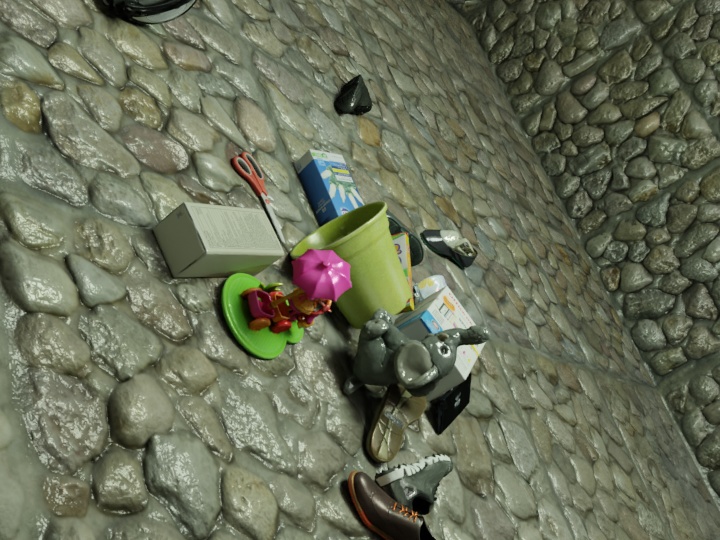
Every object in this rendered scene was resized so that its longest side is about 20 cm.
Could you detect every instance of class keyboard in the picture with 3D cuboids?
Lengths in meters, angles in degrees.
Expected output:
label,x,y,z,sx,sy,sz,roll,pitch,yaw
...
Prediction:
label,x,y,z,sx,sy,sz,roll,pitch,yaw
keyboard,0.183,0.254,1.706,0.200,0.040,0.104,-21,117,-66

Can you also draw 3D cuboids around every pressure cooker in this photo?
label,x,y,z,sx,sy,sz,roll,pitch,yaw
pressure cooker,-0.386,-0.550,1.518,0.179,0.176,0.200,4,52,-54

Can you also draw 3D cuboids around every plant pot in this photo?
label,x,y,z,sx,sy,sz,roll,pitch,yaw
plant pot,0.000,0.000,1.551,0.184,0.200,0.200,61,24,-14

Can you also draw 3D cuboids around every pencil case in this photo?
label,x,y,z,sx,sy,sz,roll,pitch,yaw
pencil case,0.185,0.108,1.838,0.091,0.083,0.200,-5,64,-57

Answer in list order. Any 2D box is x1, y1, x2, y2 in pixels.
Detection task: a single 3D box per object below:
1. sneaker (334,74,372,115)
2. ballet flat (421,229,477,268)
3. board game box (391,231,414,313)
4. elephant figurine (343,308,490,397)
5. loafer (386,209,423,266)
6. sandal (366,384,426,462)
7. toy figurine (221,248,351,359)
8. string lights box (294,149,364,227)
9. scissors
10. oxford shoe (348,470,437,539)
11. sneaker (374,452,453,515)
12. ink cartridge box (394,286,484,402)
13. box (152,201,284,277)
label,x,y,z,sx,sy,sz,roll,pitch,yaw
sneaker,-0.006,-0.444,2.171,0.091,0.076,0.200,54,27,-19
ballet flat,0.238,-0.069,2.154,0.200,0.073,0.073,30,36,-42
board game box,0.055,0.004,1.691,0.030,0.095,0.200,57,24,-46
elephant figurine,0.097,0.154,1.434,0.200,0.155,0.141,21,27,20
loafer,0.084,-0.084,1.880,0.200,0.072,0.063,48,19,-46
sandal,0.053,0.264,1.472,0.080,0.054,0.200,45,42,-9
toy figurine,-0.086,0.040,1.321,0.200,0.184,0.150,18,49,-56
string lights box,-0.053,-0.151,1.745,0.103,0.059,0.200,1,57,-48
scissors,-0.179,-0.140,1.578,0.200,0.014,0.073,57,24,5
oxford shoe,0.058,0.385,1.306,0.200,0.072,0.071,51,27,-10
sneaker,0.103,0.369,1.417,0.200,0.066,0.091,4,59,-54
ink cartridge box,0.132,0.149,1.626,0.147,0.145,0.200,54,26,-2
box,-0.221,-0.046,1.322,0.200,0.078,0.095,2,58,-59
